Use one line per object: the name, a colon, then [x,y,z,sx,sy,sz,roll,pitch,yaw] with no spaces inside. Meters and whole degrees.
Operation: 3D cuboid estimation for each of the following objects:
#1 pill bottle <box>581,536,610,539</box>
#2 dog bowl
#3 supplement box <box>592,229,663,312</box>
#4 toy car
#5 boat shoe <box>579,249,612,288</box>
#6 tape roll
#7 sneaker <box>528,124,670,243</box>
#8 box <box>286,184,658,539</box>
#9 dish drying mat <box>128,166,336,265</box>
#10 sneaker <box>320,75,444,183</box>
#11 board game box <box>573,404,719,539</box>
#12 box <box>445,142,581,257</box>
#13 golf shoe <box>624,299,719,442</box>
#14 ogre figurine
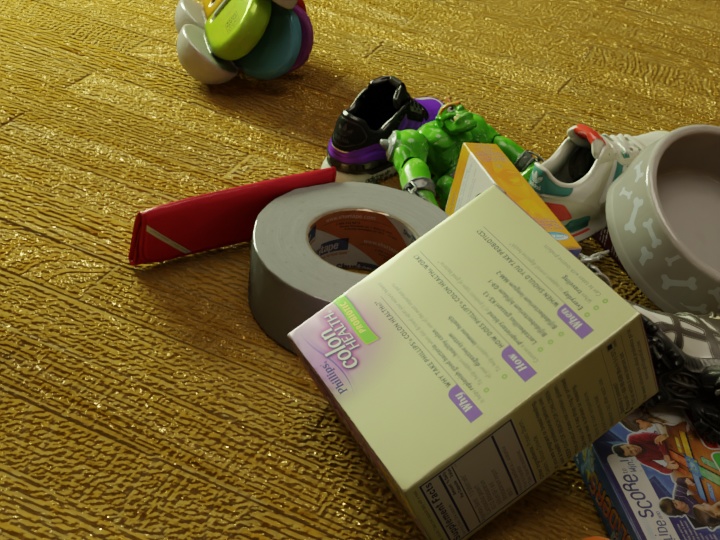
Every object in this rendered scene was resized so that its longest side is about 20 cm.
pill bottle: [0.086,0.227,0.641,0.198,0.107,0.106,-22,44,-36]
dog bowl: [0.321,-0.043,1.000,0.197,0.059,0.203,10,59,-16]
supplement box: [0.301,-0.042,1.114,0.107,0.062,0.201,-7,37,-20]
toy car: [-0.125,-0.303,1.345,0.149,0.175,0.201,34,22,-29]
boat shoe: [0.196,0.019,0.981,0.074,0.087,0.202,-13,40,-28]
tape roll: [0.000,0.000,0.988,0.197,0.067,0.201,6,35,-4]
sneaker: [0.237,-0.101,1.059,0.198,0.094,0.070,-28,43,-21]
box: [0.079,0.067,0.808,0.199,0.097,0.176,-35,46,-8]
dish drying mat: [-0.115,-0.049,1.028,0.198,0.077,0.018,-14,56,-29]
sneaker: [0.040,-0.165,1.202,0.069,0.101,0.199,29,40,25]
board game box: [0.238,0.156,0.837,0.133,0.035,0.201,0,34,-12]
box: [0.129,-0.012,0.982,0.041,0.120,0.201,-2,36,-23]
golf shoe: [0.246,0.066,0.881,0.198,0.078,0.094,30,34,14]
ogre figurine: [0.101,-0.106,1.144,0.198,0.099,0.120,-29,65,-22]
